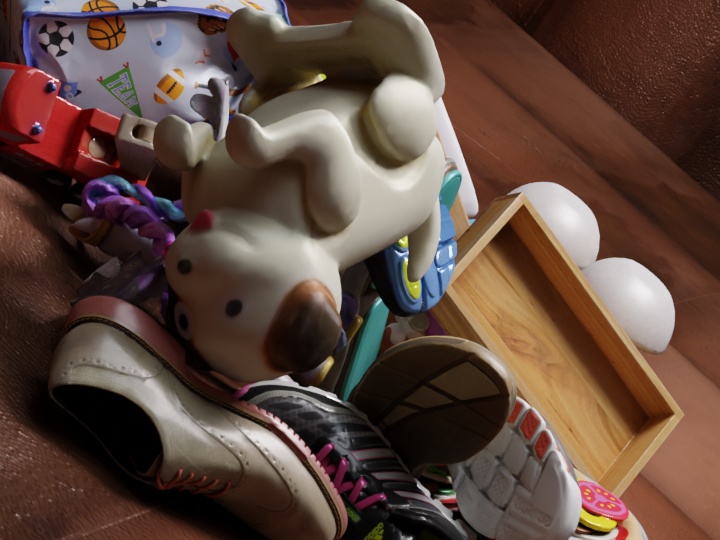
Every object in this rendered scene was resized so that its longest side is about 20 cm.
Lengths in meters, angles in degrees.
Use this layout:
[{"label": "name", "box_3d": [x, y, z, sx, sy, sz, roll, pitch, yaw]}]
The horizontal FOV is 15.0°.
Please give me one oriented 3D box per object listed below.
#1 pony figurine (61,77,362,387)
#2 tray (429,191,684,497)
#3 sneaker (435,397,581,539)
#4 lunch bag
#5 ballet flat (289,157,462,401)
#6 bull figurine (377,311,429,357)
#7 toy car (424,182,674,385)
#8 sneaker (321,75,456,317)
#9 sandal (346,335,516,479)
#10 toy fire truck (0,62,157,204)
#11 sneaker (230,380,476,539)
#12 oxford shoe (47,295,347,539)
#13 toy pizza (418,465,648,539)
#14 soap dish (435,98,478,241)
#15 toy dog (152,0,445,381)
[{"label": "pony figurine", "box_3d": [-0.096, -0.002, 1.665, 0.200, 0.167, 0.193, 36, -18, 1]}, {"label": "tray", "box_3d": [0.129, 0.057, 1.850, 0.200, 0.099, 0.037, 53, -31, -16]}, {"label": "sneaker", "box_3d": [0.096, 0.118, 1.652, 0.082, 0.077, 0.200, 31, 7, -30]}, {"label": "lunch bag", "box_3d": [-0.148, -0.164, 1.903, 0.199, 0.125, 0.170, -7, 31, -14]}, {"label": "ballet flat", "box_3d": [0.000, 0.000, 1.769, 0.064, 0.201, 0.067, 35, 31, 18]}, {"label": "bull figurine", "box_3d": [0.000, 0.029, 1.875, 0.199, 0.122, 0.065, 33, 54, 5]}, {"label": "toy car", "box_3d": [0.110, 0.038, 1.963, 0.150, 0.175, 0.200, 14, 29, -53]}, {"label": "sneaker", "box_3d": [-0.007, -0.045, 1.697, 0.071, 0.083, 0.200, 9, 40, -48]}, {"label": "sandal", "box_3d": [0.033, 0.083, 1.620, 0.080, 0.200, 0.054, 41, 56, -1]}, {"label": "toy fire truck", "box_3d": [-0.150, -0.077, 1.758, 0.199, 0.049, 0.141, 29, -19, -38]}, {"label": "sneaker", "box_3d": [0.002, 0.139, 1.570, 0.200, 0.074, 0.087, 42, 7, -9]}, {"label": "oxford shoe", "box_3d": [-0.094, 0.103, 1.499, 0.200, 0.070, 0.075, 38, 41, -14]}, {"label": "toy pizza", "box_3d": [0.093, 0.143, 1.742, 0.199, 0.032, 0.200, 15, 21, -6]}, {"label": "soap dish", "box_3d": [-0.017, -0.081, 1.935, 0.081, 0.199, 0.158, -27, 101, -34]}, {"label": "toy dog", "box_3d": [-0.043, -0.030, 1.543, 0.139, 0.201, 0.194, 7, -39, 32]}]
